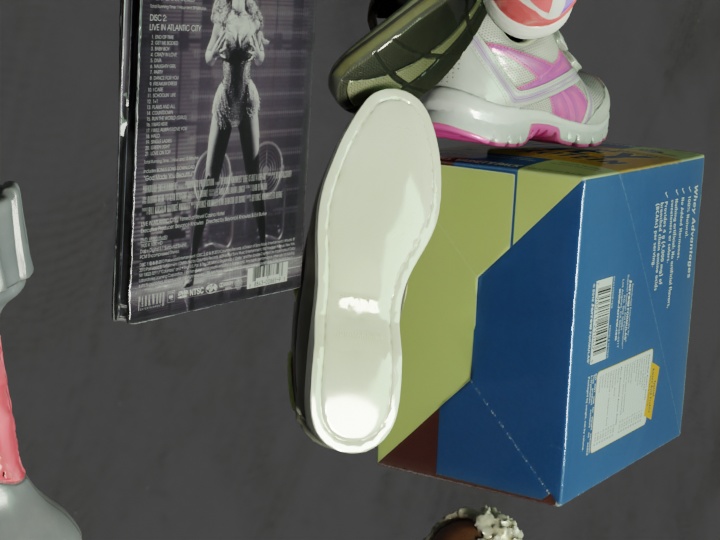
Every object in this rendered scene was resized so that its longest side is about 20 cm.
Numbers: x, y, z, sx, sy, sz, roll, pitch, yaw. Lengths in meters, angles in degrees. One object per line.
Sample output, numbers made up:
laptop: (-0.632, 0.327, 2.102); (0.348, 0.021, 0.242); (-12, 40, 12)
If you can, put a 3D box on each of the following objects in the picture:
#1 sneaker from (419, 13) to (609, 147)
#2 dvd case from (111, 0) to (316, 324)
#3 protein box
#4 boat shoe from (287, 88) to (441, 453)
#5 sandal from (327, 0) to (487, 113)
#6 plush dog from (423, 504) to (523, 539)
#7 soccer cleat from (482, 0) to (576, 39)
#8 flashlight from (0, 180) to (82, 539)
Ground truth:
sneaker: (0.108, -0.128, 1.023); (0.199, 0.080, 0.090); (-9, 108, -59)
dvd case: (-0.071, -0.083, 0.800); (0.148, 0.016, 0.203); (-12, 109, -57)
protein box: (0.121, 0.022, 1.033); (0.199, 0.133, 0.202); (-13, 109, -57)
boat shoe: (-0.003, -0.001, 0.895); (0.071, 0.060, 0.205); (11, 83, -19)
sandal: (0.045, -0.170, 0.926); (0.202, 0.057, 0.080); (-51, 160, -17)
plush dog: (0.118, 0.281, 1.061); (0.161, 0.170, 0.202); (50, 55, -52)
soccer cleat: (0.079, -0.230, 0.862); (0.073, 0.067, 0.203); (125, -48, -72)
flashlight: (-0.151, 0.062, 0.655); (0.067, 0.067, 0.203); (-29, 123, -51)
